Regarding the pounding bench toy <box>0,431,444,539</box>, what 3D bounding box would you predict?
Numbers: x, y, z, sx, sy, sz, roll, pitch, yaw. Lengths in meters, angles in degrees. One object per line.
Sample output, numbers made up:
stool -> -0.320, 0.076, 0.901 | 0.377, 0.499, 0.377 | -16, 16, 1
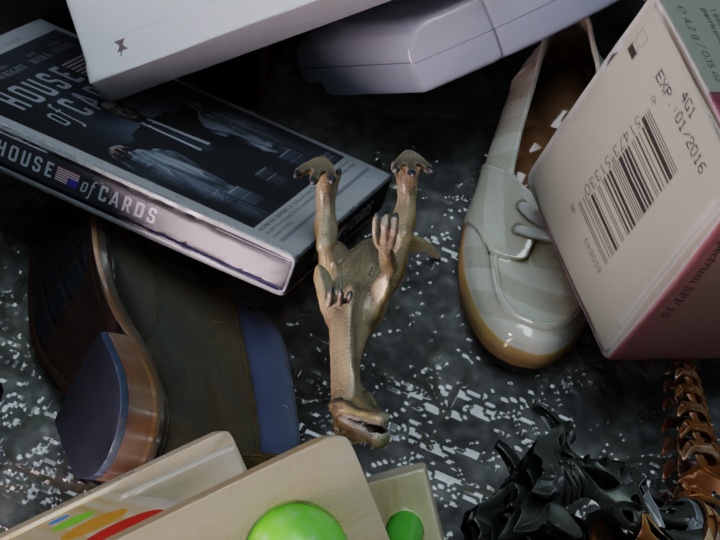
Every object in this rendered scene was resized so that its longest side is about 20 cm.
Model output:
pounding bench toy -> -0.027, 0.127, 0.855 | 0.199, 0.156, 0.125 | -24, 96, -23

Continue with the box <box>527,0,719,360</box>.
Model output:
box -> 0.199, -0.038, 1.014 | 0.199, 0.128, 0.109 | 0, 52, -30

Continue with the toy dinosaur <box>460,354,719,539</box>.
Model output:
toy dinosaur -> 0.114, 0.127, 0.958 | 0.135, 0.102, 0.200 | 24, 34, -7

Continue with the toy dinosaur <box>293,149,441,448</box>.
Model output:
toy dinosaur -> 0.000, 0.000, 0.980 | 0.058, 0.102, 0.200 | 6, 28, 6

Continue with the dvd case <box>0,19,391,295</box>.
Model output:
dvd case -> -0.097, -0.057, 1.043 | 0.199, 0.025, 0.150 | 25, 22, 9

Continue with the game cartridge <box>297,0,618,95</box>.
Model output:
game cartridge -> 0.079, -0.142, 1.118 | 0.199, 0.133, 0.042 | -29, 102, -25

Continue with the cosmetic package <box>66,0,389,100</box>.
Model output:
cosmetic package -> -0.049, -0.183, 1.026 | 0.199, 0.052, 0.152 | -19, 80, 5

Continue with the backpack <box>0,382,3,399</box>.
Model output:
backpack -> -0.247, 0.020, 0.925 | 0.200, 0.167, 0.126 | 51, 24, 16

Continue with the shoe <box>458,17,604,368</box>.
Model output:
shoe -> 0.089, -0.044, 1.084 | 0.069, 0.054, 0.201 | 11, 53, 1

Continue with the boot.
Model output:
boot -> -0.091, 0.027, 1.019 | 0.096, 0.075, 0.201 | 15, 36, -28

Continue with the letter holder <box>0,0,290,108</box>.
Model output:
letter holder -> -0.118, -0.192, 1.141 | 0.199, 0.101, 0.143 | 18, 52, 7
